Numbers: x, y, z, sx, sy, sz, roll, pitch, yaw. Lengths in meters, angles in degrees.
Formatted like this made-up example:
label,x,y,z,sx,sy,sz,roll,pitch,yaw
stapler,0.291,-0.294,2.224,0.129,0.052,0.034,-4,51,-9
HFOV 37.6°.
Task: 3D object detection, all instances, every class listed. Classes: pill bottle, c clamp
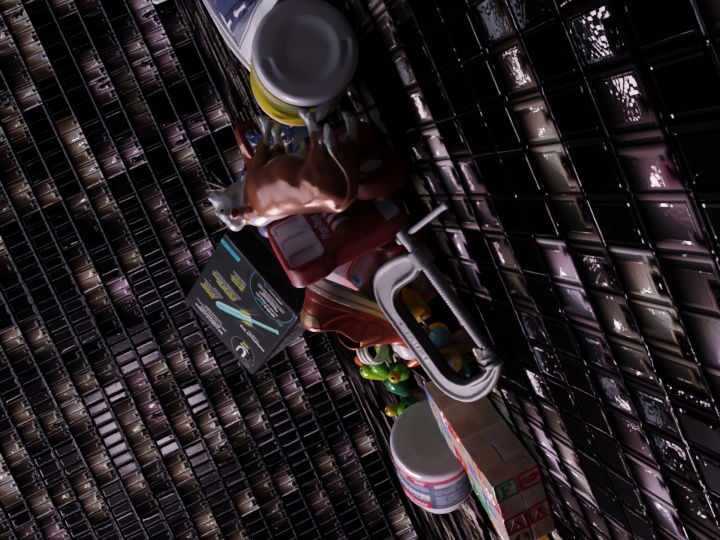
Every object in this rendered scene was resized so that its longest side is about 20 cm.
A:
label,x,y,z,sx,sy,sz,roll,pitch,yaw
pill bottle,0.111,0.281,1.543,0.120,0.119,0.200,61,172,31
c clamp,0.084,0.045,1.083,0.171,0.027,0.200,-28,97,51
pill bottle,-0.066,-0.220,1.166,0.112,0.111,0.200,65,173,-1

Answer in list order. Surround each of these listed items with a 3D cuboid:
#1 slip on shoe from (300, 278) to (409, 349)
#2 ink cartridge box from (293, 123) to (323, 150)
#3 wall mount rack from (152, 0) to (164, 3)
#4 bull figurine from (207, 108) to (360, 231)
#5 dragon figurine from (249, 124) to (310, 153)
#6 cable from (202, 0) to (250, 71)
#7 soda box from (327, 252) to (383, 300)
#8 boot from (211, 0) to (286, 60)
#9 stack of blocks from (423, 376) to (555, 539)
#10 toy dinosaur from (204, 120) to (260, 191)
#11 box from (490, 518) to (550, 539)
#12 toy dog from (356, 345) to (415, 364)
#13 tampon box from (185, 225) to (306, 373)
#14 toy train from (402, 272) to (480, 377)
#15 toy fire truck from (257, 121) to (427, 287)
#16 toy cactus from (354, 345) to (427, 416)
label,x,y,z,sx,sy,sz,roll,pitch,yaw
slip on shoe,0.001,0.061,1.209,0.074,0.061,0.200,28,-178,40
ink cartridge box,-0.054,-0.119,1.528,0.147,0.086,0.200,68,171,-23
wall mount rack,-0.167,-0.374,1.201,0.074,0.174,0.200,25,-178,-13
bull figurine,-0.079,-0.105,1.129,0.199,0.065,0.122,0,87,38
dragon figurine,-0.085,-0.130,1.325,0.200,0.059,0.100,-4,-90,-77
cable,-0.144,-0.335,1.385,0.201,0.069,0.200,63,-170,27
soda box,0.000,0.000,1.339,0.068,0.064,0.200,25,172,23
boot,-0.114,-0.312,1.168,0.090,0.073,0.200,53,153,-1
stack of blocks,0.152,0.221,1.269,0.200,0.058,0.116,56,169,53
toy dinosaur,-0.131,-0.134,1.559,0.199,0.105,0.182,1,111,46
box,0.225,0.369,1.326,0.200,0.041,0.119,58,170,32
toy dog,0.007,0.046,1.546,0.096,0.131,0.201,-25,81,54
tampon box,-0.127,0.019,1.468,0.150,0.126,0.200,48,144,5
toy train,0.085,0.046,1.217,0.201,0.055,0.150,59,-173,12
toy fire truck,-0.031,-0.068,1.187,0.200,0.167,0.112,55,168,55
toy cactus,0.075,0.182,1.687,0.165,0.102,0.200,47,180,-31
